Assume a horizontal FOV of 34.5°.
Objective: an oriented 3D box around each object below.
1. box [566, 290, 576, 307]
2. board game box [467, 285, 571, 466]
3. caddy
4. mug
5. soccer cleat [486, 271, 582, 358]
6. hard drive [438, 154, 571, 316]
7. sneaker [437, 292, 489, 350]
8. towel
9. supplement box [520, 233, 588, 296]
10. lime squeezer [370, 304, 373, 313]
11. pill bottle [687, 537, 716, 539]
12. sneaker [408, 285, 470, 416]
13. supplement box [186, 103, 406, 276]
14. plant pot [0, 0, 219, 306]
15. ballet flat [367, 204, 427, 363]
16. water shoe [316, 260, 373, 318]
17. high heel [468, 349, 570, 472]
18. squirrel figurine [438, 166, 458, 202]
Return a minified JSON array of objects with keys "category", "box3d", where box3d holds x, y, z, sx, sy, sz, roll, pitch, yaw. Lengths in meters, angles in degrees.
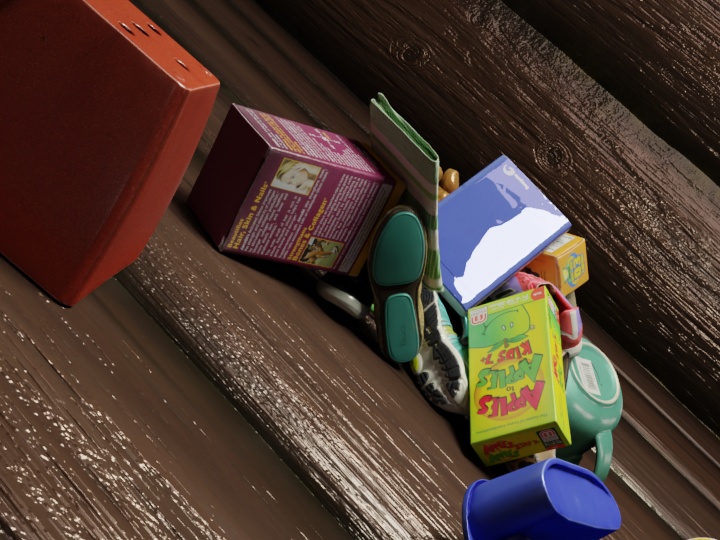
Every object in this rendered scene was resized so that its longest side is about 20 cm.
[{"category":"box","box3d":[0.254,0.099,1.619,0.078,0.094,0.202,-126,-162,-61]},{"category":"board game box","box3d":[0.178,0.117,1.325,0.048,0.101,0.201,55,27,-38]},{"category":"caddy","box3d":[0.158,0.245,0.999,0.199,0.104,0.143,28,40,-51]},{"category":"mug","box3d":[0.272,0.168,1.486,0.185,0.114,0.152,47,39,-3]},{"category":"soccer cleat","box3d":[0.216,0.030,1.474,0.068,0.074,0.200,-16,38,-22]},{"category":"hard drive","box3d":[0.157,-0.048,1.480,0.132,0.199,0.025,47,-26,13]},{"category":"sneaker","box3d":[0.149,0.103,1.553,0.120,0.083,0.202,-23,95,-38]},{"category":"towel","box3d":[0.054,-0.086,1.344,0.153,0.023,0.201,52,-25,43]},{"category":"supplement box","box3d":[0.213,-0.025,1.578,0.199,0.068,0.067,24,-48,47]},{"category":"lime squeezer","box3d":[0.088,0.098,1.468,0.199,0.038,0.071,37,13,-15]},{"category":"pill bottle","box3d":[0.375,0.357,1.267,0.112,0.113,0.200,44,11,14]},{"category":"sneaker","box3d":[0.092,0.095,1.402,0.079,0.077,0.201,32,29,-43]},{"category":"supplement box","box3d":[-0.070,-0.085,1.292,0.199,0.132,0.103,12,26,-41]},{"category":"plant pot","box3d":[-0.223,-0.122,0.907,0.200,0.177,0.200,40,11,-4]},{"category":"ballet flat","box3d":[0.040,0.009,1.332,0.070,0.202,0.071,-2,27,1]},{"category":"water shoe","box3d":[0.000,0.000,1.408,0.071,0.079,0.200,30,12,4]},{"category":"high heel","box3d":[0.226,0.184,1.323,0.200,0.142,0.071,50,4,41]},{"category":"squirrel figurine","box3d":[0.042,-0.058,1.565,0.186,0.200,0.143,12,49,-43]}]
